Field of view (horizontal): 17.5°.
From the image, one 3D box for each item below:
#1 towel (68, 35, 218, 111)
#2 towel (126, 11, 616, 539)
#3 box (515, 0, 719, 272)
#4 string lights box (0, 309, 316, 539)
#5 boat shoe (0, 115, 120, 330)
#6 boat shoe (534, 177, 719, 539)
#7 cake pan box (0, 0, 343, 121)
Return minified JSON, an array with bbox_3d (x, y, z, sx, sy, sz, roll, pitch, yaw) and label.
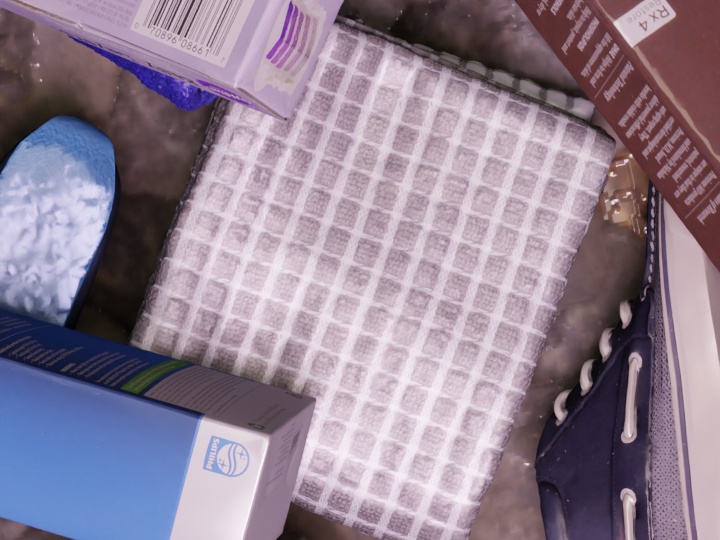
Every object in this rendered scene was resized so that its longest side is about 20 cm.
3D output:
[{"bbox_3d":[-0.105,-0.169,0.927,0.200,0.050,0.148,33,97,27],"label":"towel"},{"bbox_3d":[0.000,0.000,0.950,0.165,0.086,0.201,20,90,0],"label":"towel"},{"bbox_3d":[0.138,-0.093,0.899,0.100,0.075,0.200,-36,85,-13],"label":"box"},{"bbox_3d":[-0.125,0.052,0.867,0.199,0.103,0.059,15,96,7],"label":"string lights box"},{"bbox_3d":[-0.151,0.033,0.963,0.084,0.069,0.200,35,91,-8],"label":"boat shoe"},{"bbox_3d":[0.115,0.040,0.956,0.093,0.075,0.201,-12,66,30],"label":"boat shoe"},{"bbox_3d":[-0.070,-0.171,0.863,0.200,0.052,0.185,22,88,26],"label":"cake pan box"}]
